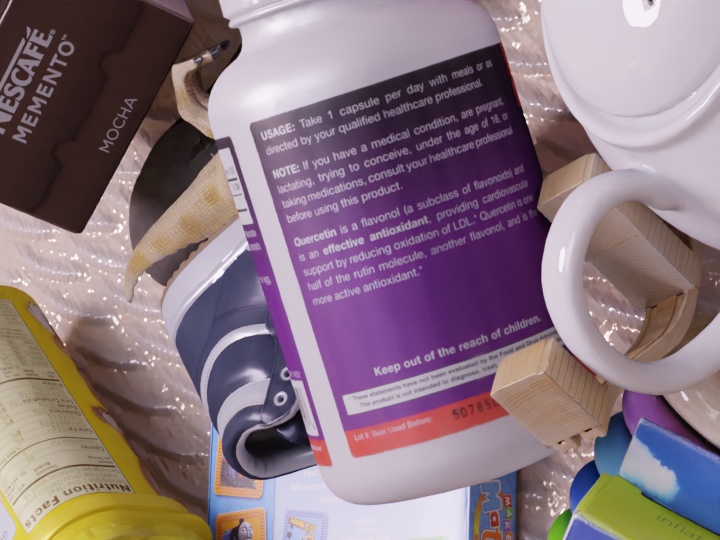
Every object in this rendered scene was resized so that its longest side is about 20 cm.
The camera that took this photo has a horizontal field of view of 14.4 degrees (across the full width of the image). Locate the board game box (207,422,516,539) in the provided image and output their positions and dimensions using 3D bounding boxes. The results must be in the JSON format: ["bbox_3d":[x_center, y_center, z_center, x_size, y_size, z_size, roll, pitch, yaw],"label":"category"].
[{"bbox_3d":[-0.002,0.101,1.189,0.151,0.036,0.201,-6,79,42],"label":"board game box"}]

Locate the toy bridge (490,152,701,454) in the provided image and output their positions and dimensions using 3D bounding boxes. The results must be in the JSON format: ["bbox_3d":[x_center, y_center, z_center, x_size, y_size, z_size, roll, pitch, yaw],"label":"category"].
[{"bbox_3d":[0.093,-0.012,1.018,0.027,0.067,0.201,-29,30,36],"label":"toy bridge"}]

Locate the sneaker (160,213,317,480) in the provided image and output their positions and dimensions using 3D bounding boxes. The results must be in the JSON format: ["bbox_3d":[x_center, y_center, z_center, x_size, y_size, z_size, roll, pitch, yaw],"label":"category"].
[{"bbox_3d":[0.000,0.000,1.133,0.200,0.070,0.109,-47,45,30],"label":"sneaker"}]

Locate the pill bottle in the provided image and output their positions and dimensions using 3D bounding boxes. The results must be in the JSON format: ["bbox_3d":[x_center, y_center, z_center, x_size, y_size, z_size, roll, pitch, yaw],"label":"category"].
[{"bbox_3d":[0.013,-0.023,1.041,0.112,0.112,0.201,-14,95,40],"label":"pill bottle"}]

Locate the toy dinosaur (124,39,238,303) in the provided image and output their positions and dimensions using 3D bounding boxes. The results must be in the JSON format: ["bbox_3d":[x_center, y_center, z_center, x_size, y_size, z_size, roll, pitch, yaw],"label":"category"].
[{"bbox_3d":[-0.047,-0.046,1.208,0.199,0.058,0.102,-20,97,27],"label":"toy dinosaur"}]

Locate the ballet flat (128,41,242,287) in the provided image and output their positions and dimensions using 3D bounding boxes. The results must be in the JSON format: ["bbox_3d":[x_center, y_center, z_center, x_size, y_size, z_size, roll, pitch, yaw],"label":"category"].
[{"bbox_3d":[-0.040,-0.076,1.256,0.067,0.046,0.201,36,115,11],"label":"ballet flat"}]

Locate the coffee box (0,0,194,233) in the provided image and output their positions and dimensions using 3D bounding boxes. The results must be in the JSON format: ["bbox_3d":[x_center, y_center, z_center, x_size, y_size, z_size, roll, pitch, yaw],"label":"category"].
[{"bbox_3d":[-0.149,-0.118,1.284,0.113,0.079,0.200,-60,25,17],"label":"coffee box"}]

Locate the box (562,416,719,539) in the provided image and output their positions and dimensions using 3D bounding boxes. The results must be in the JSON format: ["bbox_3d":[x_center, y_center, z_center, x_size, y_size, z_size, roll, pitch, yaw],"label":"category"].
[{"bbox_3d":[0.108,0.168,1.012,0.121,0.048,0.201,27,116,15],"label":"box"}]

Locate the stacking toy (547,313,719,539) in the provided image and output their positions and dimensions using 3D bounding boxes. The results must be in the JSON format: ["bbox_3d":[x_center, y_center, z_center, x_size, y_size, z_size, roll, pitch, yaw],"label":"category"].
[{"bbox_3d":[0.095,0.117,1.064,0.085,0.085,0.201,49,115,36],"label":"stacking toy"}]

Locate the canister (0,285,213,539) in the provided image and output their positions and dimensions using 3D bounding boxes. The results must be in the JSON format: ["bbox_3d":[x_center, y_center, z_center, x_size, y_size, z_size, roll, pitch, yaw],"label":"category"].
[{"bbox_3d":[-0.154,0.116,1.274,0.200,0.086,0.149,51,125,45],"label":"canister"}]

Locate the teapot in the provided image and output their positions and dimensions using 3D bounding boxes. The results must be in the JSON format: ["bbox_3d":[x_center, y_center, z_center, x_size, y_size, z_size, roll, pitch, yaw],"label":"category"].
[{"bbox_3d":[0.126,-0.092,0.947,0.198,0.145,0.201,-51,46,41],"label":"teapot"}]
